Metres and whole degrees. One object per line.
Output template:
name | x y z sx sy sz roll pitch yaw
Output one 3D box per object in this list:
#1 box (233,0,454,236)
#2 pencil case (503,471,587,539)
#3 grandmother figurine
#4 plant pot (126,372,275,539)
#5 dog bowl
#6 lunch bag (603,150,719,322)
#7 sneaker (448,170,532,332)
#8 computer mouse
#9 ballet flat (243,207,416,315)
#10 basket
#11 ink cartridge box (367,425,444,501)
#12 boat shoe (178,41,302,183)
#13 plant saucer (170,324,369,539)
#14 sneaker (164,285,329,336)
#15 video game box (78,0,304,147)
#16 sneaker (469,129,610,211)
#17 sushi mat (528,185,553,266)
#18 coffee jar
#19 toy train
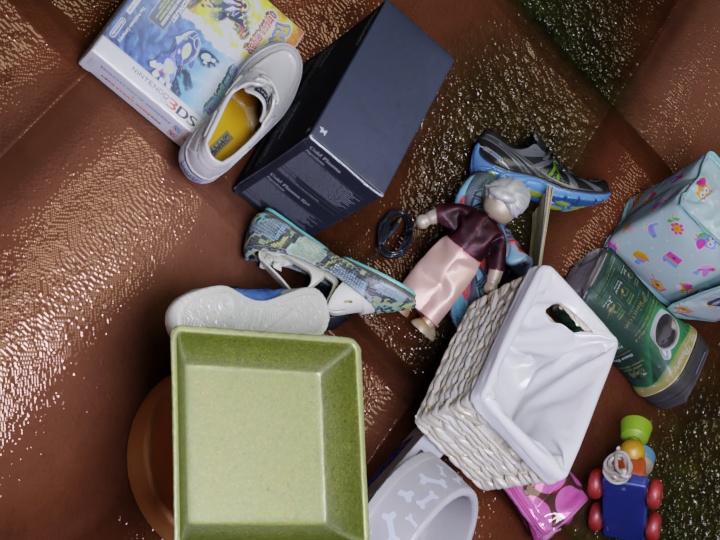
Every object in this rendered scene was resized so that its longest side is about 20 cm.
box | -0.019 -0.157 1.563 0.104 0.182 0.201 37 61 -16
pencil case | 0.171 0.210 1.629 0.201 0.090 0.094 52 22 -6
grandmother figurine | 0.114 -0.025 1.624 0.121 0.061 0.200 41 92 -3
plant pot | -0.114 0.179 1.434 0.198 0.140 0.203 9 72 -29
dog bowl | 0.050 0.287 1.471 0.058 0.202 0.200 26 53 26
lunch bag | 0.430 -0.021 1.799 0.200 0.170 0.122 43 58 -9
sneaker | 0.160 -0.018 1.674 0.079 0.095 0.203 18 69 -52
computer mouse | 0.000 0.000 1.623 0.058 0.034 0.200 35 52 12
ballet flat | -0.038 0.009 1.551 0.198 0.075 0.075 29 60 8
basket | 0.163 0.117 1.524 0.136 0.123 0.201 45 50 -17
ink cartridge box | 0.032 0.224 1.533 0.037 0.095 0.200 44 58 -1
boat shoe | -0.114 -0.174 1.527 0.071 0.070 0.200 48 58 -14
plant saucer | -0.091 0.160 1.341 0.197 0.048 0.203 6 73 -30
sneaker | -0.137 0.054 1.470 0.198 0.110 0.078 -8 87 -45
video game box | -0.179 -0.242 1.574 0.182 0.047 0.201 40 60 -19
sneaker | 0.225 -0.124 1.766 0.197 0.071 0.084 15 75 -23
sushi mat | 0.203 0.008 1.706 0.012 0.096 0.203 11 68 -1
coffee jar | 0.332 0.073 1.764 0.200 0.085 0.105 42 56 -13
toy train | 0.310 0.214 1.662 0.083 0.201 0.117 7 51 16
